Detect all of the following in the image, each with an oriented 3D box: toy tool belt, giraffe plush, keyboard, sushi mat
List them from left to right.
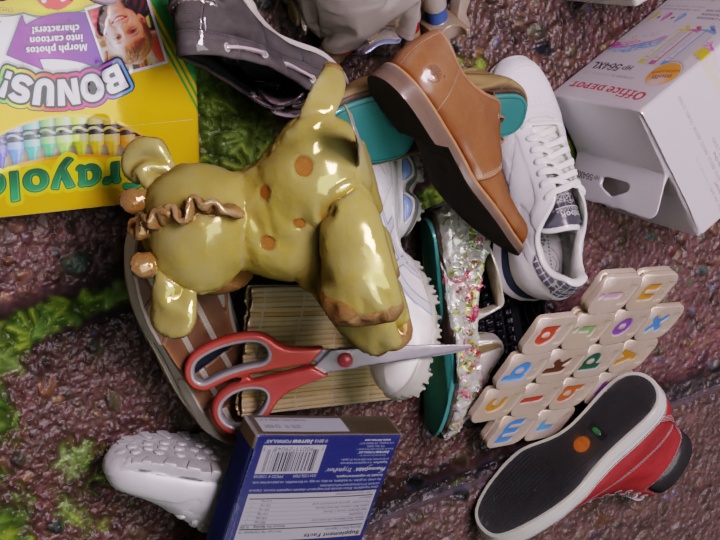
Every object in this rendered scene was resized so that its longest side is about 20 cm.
[{"bbox_3d":[-0.066,-0.026,0.910,0.162,0.173,0.200,-15,143,3],"label":"giraffe plush"},{"bbox_3d":[-0.020,0.058,1.071,0.200,0.012,0.096,0,100,-49],"label":"sushi mat"},{"bbox_3d":[0.038,-0.220,1.031,0.200,0.125,0.123,-28,150,-15],"label":"toy tool belt"},{"bbox_3d":[0.116,0.031,1.160,0.104,0.040,0.200,-20,112,-21],"label":"keyboard"}]

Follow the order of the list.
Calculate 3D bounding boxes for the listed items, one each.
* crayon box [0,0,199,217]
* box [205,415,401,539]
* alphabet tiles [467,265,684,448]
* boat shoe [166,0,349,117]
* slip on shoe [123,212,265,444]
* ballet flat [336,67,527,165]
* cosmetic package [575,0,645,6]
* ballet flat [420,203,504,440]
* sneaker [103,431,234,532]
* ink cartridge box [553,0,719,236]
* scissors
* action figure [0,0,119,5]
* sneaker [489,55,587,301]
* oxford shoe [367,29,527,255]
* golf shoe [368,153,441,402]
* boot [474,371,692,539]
[{"bbox_3d":[-0.212,-0.129,0.940,0.200,0.058,0.173,-8,106,-26],"label":"crayon box"},{"bbox_3d":[-0.055,0.197,1.030,0.121,0.032,0.200,4,115,-32],"label":"box"},{"bbox_3d":[0.178,0.072,1.149,0.195,0.015,0.200,-4,137,-43],"label":"alphabet tiles"},{"bbox_3d":[-0.071,-0.139,0.972,0.200,0.067,0.057,31,58,-58],"label":"boat shoe"},{"bbox_3d":[-0.124,0.035,1.013,0.076,0.061,0.200,-34,122,-19],"label":"slip on shoe"},{"bbox_3d":[0.035,-0.120,1.046,0.200,0.063,0.069,-7,127,-35],"label":"ballet flat"},{"bbox_3d":[0.181,-0.312,1.074,0.073,0.104,0.200,-30,113,-17],"label":"cosmetic package"},{"bbox_3d":[0.085,0.043,1.117,0.064,0.076,0.200,-7,112,-15],"label":"ballet flat"},{"bbox_3d":[-0.102,0.173,1.058,0.200,0.076,0.081,13,105,-28],"label":"sneaker"},{"bbox_3d":[0.267,-0.131,1.147,0.200,0.129,0.125,-39,116,-15],"label":"ink cartridge box"},{"bbox_3d":[-0.024,0.059,0.986,0.200,0.014,0.073,-19,104,2],"label":"scissors"},{"bbox_3d":[-0.265,-0.167,0.836,0.200,0.134,0.149,-45,160,5],"label":"action figure"},{"bbox_3d":[0.146,-0.076,1.110,0.076,0.080,0.200,-8,88,-21],"label":"sneaker"},{"bbox_3d":[0.083,-0.088,1.008,0.071,0.071,0.200,-46,131,-13],"label":"oxford shoe"},{"bbox_3d":[0.000,0.000,1.037,0.097,0.078,0.200,7,65,-36],"label":"golf shoe"},{"bbox_3d":[0.203,0.193,1.233,0.200,0.072,0.144,-38,138,0],"label":"boot"}]
